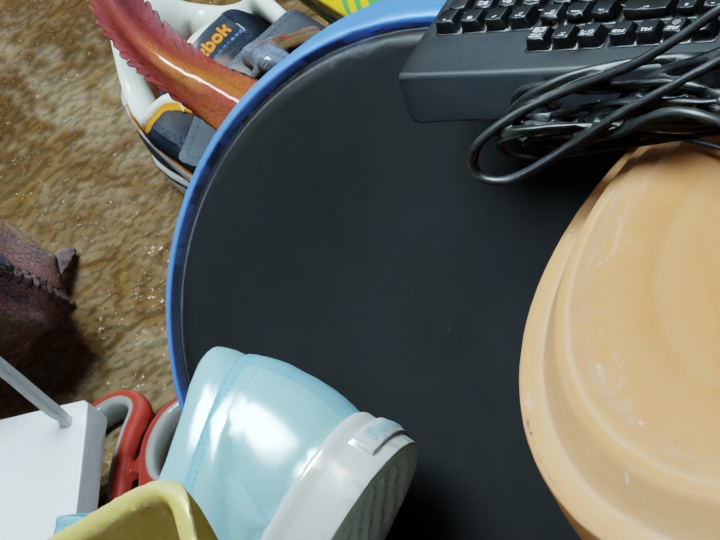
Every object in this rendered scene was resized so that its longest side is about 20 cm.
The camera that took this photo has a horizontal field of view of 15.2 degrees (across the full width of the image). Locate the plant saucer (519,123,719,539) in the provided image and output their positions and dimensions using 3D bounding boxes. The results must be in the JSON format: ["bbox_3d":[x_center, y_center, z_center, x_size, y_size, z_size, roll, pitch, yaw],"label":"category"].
[{"bbox_3d":[0.128,-0.002,0.647,0.200,0.032,0.200,-22,37,17],"label":"plant saucer"}]

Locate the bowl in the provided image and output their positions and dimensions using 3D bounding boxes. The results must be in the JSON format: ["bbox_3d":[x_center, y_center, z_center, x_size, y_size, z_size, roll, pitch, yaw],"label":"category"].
[{"bbox_3d":[0.032,0.016,0.798,0.201,0.201,0.039,-13,1,25],"label":"bowl"}]

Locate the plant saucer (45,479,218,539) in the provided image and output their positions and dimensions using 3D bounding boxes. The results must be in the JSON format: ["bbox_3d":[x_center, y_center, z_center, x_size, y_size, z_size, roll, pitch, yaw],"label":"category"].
[{"bbox_3d":[-0.077,0.183,0.719,0.200,0.048,0.200,-31,64,35],"label":"plant saucer"}]

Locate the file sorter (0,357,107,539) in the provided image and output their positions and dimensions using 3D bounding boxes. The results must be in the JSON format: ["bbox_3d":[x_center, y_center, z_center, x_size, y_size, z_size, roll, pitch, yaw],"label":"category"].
[{"bbox_3d":[-0.207,0.101,0.900,0.200,0.125,0.139,-13,55,24],"label":"file sorter"}]

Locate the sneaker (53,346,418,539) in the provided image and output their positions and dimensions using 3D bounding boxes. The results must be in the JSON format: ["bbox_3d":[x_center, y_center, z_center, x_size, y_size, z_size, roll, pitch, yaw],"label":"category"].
[{"bbox_3d":[-0.063,0.112,0.795,0.082,0.074,0.200,35,98,18],"label":"sneaker"}]

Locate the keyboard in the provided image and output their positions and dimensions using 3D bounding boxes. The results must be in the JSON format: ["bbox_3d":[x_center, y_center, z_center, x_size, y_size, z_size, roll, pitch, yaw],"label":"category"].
[{"bbox_3d":[0.096,-0.071,0.690,0.200,0.040,0.104,-1,47,36],"label":"keyboard"}]

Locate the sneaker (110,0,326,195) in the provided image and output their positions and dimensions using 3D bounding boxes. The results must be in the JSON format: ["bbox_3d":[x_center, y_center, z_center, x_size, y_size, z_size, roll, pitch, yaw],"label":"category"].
[{"bbox_3d":[-0.025,-0.050,0.991,0.200,0.079,0.078,21,62,45],"label":"sneaker"}]

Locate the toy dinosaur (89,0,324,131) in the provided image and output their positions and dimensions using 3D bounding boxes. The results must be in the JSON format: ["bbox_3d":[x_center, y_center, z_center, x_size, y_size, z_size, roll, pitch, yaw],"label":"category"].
[{"bbox_3d":[0.000,0.000,0.862,0.105,0.200,0.181,-57,37,12],"label":"toy dinosaur"}]

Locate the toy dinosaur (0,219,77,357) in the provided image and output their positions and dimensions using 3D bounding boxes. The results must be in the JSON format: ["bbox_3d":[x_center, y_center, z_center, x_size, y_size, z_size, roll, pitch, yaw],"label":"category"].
[{"bbox_3d":[-0.154,-0.001,0.968,0.136,0.200,0.086,-19,69,38],"label":"toy dinosaur"}]

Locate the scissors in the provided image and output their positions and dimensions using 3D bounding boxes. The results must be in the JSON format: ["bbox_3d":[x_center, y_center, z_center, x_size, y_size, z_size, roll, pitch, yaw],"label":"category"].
[{"bbox_3d":[-0.083,0.114,0.910,0.073,0.014,0.200,-12,43,22],"label":"scissors"}]

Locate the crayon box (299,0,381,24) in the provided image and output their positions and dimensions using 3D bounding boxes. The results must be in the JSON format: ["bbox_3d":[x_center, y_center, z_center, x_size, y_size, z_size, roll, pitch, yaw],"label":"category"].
[{"bbox_3d":[0.044,-0.080,0.927,0.052,0.126,0.200,-55,38,2],"label":"crayon box"}]
